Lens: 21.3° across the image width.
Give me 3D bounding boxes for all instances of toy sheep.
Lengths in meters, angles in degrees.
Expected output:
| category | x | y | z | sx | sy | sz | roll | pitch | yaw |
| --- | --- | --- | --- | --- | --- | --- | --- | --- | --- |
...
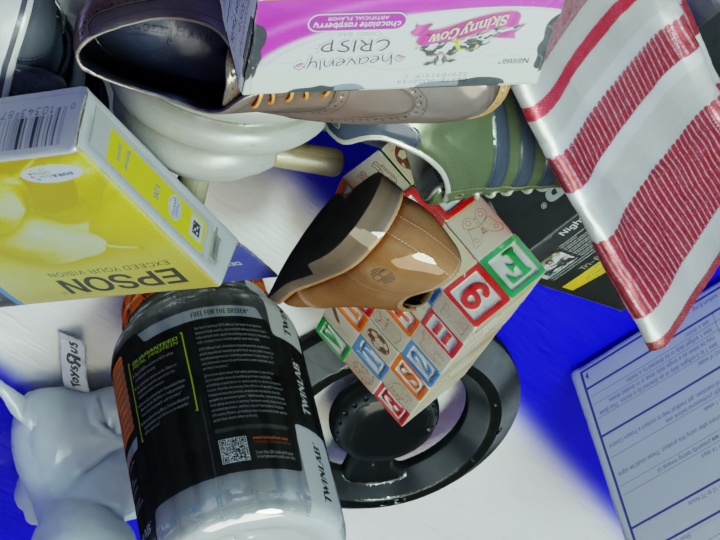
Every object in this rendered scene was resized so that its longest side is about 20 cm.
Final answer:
| category | x | y | z | sx | sy | sz | roll | pitch | yaw |
| --- | --- | --- | --- | --- | --- | --- | --- | --- | --- |
| toy sheep | -0.065 | -0.109 | 0.976 | 0.138 | 0.138 | 0.200 | 2 | 124 | -22 |

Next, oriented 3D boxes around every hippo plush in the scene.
| category | x | y | z | sx | sy | sz | roll | pitch | yaw |
| --- | --- | --- | --- | --- | --- | --- | --- | --- | --- |
| hippo plush | -0.162 | 0.158 | 1.265 | 0.159 | 0.161 | 0.200 | -13 | 144 | -2 |

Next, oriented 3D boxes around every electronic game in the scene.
| category | x | y | z | sx | sy | sz | roll | pitch | yaw |
| --- | --- | --- | --- | --- | --- | --- | --- | --- | --- |
| electronic game | 0.016 | 0.101 | 1.355 | 0.200 | 0.042 | 0.200 | -9 | 135 | -9 |

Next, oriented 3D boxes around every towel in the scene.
| category | x | y | z | sx | sy | sz | roll | pitch | yaw |
| --- | --- | --- | --- | --- | --- | --- | --- | --- | --- |
| towel | 0.140 | -0.080 | 0.964 | 0.023 | 0.144 | 0.200 | -7 | 122 | 44 |

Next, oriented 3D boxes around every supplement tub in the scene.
| category | x | y | z | sx | sy | sz | roll | pitch | yaw |
| --- | --- | --- | --- | --- | --- | --- | --- | --- | --- |
| supplement tub | -0.086 | 0.097 | 1.179 | 0.122 | 0.200 | 0.123 | -10 | 144 | -7 |

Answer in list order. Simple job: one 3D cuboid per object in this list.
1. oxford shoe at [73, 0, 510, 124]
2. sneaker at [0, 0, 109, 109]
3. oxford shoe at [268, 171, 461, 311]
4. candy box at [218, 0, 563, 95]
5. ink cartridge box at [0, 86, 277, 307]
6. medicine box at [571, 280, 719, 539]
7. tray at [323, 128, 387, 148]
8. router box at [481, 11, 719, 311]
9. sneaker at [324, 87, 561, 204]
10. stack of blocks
| category | x | y | z | sx | sy | sz | roll | pitch | yaw |
| --- | --- | --- | --- | --- | --- | --- | --- | --- | --- |
| oxford shoe | -0.032 | -0.090 | 0.865 | 0.200 | 0.073 | 0.071 | 7 | 123 | 4 |
| sneaker | -0.168 | -0.093 | 1.003 | 0.079 | 0.079 | 0.200 | 10 | 149 | -13 |
| oxford shoe | 0.000 | 0.000 | 1.041 | 0.071 | 0.071 | 0.200 | 33 | 169 | -12 |
| candy box | -0.002 | -0.171 | 0.855 | 0.136 | 0.200 | 0.061 | -4 | 143 | -15 |
| ink cartridge box | -0.176 | -0.019 | 1.009 | 0.197 | 0.047 | 0.200 | -6 | 147 | 26 |
| medicine box | 0.270 | 0.121 | 1.338 | 0.182 | 0.200 | 0.103 | -34 | 140 | 24 |
| tray | 0.082 | -0.088 | 1.147 | 0.200 | 0.022 | 0.107 | 16 | 135 | -35 |
| router box | 0.188 | -0.060 | 1.164 | 0.200 | 0.052 | 0.157 | -38 | 151 | 24 |
| sneaker | 0.062 | -0.070 | 0.976 | 0.200 | 0.067 | 0.090 | 25 | 112 | -42 |
| stack of blocks | 0.029 | 0.008 | 1.160 | 0.059 | 0.115 | 0.200 | -37 | 170 | -22 |
